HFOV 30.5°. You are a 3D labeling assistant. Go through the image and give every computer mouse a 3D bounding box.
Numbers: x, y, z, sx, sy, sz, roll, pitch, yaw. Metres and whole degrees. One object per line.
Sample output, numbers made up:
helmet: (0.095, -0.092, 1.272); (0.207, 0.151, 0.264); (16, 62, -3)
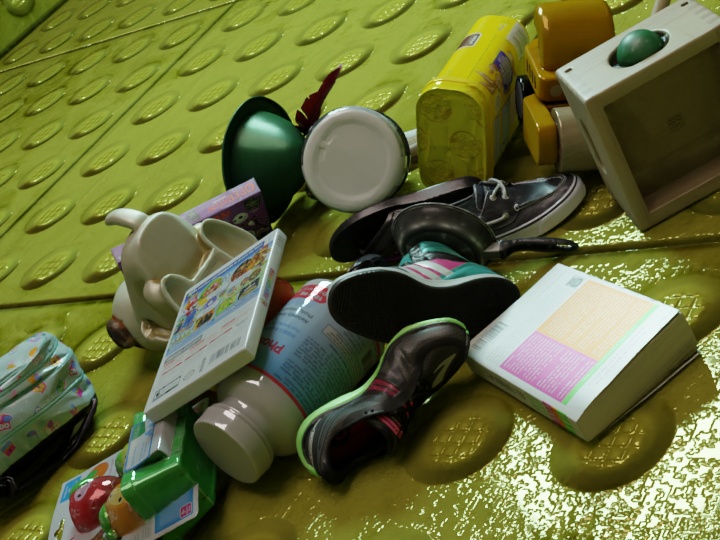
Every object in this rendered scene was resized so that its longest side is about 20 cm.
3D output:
computer mouse: (0.000, 0.000, 1.404); (0.058, 0.034, 0.200); (-36, -5, 0)

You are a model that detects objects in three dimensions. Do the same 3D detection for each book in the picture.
book: (0.189, 0.068, 1.185); (0.133, 0.048, 0.200); (-39, 26, -10)

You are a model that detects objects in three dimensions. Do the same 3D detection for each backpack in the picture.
backpack: (-0.408, 0.169, 1.547); (0.199, 0.127, 0.166); (-39, 24, -22)

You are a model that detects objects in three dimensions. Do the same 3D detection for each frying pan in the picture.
frying pan: (0.122, -0.016, 1.381); (0.115, 0.188, 0.031); (110, 178, -55)

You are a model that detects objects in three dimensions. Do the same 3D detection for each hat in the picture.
hat: (-0.066, -0.143, 1.682); (0.174, 0.200, 0.168); (4, 75, 31)

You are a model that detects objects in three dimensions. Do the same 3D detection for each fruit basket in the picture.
fruit basket: (-0.239, 0.221, 1.315); (0.198, 0.094, 0.186); (-25, 27, 12)

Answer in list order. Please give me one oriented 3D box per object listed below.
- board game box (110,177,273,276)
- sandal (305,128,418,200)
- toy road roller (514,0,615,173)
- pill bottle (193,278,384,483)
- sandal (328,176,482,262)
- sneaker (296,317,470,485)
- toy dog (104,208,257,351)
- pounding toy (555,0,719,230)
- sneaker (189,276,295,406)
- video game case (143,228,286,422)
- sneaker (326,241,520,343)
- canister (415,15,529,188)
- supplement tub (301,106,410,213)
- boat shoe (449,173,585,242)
board game box: (-0.208, -0.033, 1.668); (0.198, 0.121, 0.032); (-27, 56, -8)
sandal: (0.012, -0.156, 1.735); (0.198, 0.054, 0.081); (-24, 27, 15)
toy road roller: (0.240, -0.212, 1.460); (0.121, 0.148, 0.201); (-6, 33, -2)
pill bottle: (-0.072, 0.110, 1.309); (0.108, 0.109, 0.200); (2, 40, 47)
sandal: (0.053, -0.049, 1.502); (0.198, 0.075, 0.048); (-22, 54, 16)
sneaker: (0.031, 0.127, 1.225); (0.200, 0.077, 0.084); (-44, 33, 3)
toy dog: (-0.235, 0.029, 1.555); (0.200, 0.192, 0.141); (-51, 16, 55)
pounding toy: (0.304, -0.190, 1.326); (0.183, 0.201, 0.143); (-29, 26, 4)
sneaker: (-0.126, 0.095, 1.395); (0.201, 0.072, 0.077); (-57, 17, 22)
video game case: (-0.145, 0.053, 1.338); (0.143, 0.018, 0.201); (-33, 26, 27)
sneaker: (0.047, 0.018, 1.315); (0.197, 0.085, 0.121); (2, 12, -21)
canister: (0.139, -0.196, 1.566); (0.085, 0.150, 0.201); (9, 38, 20)
supplement tub: (-0.001, -0.135, 1.588); (0.121, 0.124, 0.200); (-27, 3, 8)
boat shoe: (0.144, -0.066, 1.429); (0.198, 0.068, 0.072); (-23, 28, 14)
